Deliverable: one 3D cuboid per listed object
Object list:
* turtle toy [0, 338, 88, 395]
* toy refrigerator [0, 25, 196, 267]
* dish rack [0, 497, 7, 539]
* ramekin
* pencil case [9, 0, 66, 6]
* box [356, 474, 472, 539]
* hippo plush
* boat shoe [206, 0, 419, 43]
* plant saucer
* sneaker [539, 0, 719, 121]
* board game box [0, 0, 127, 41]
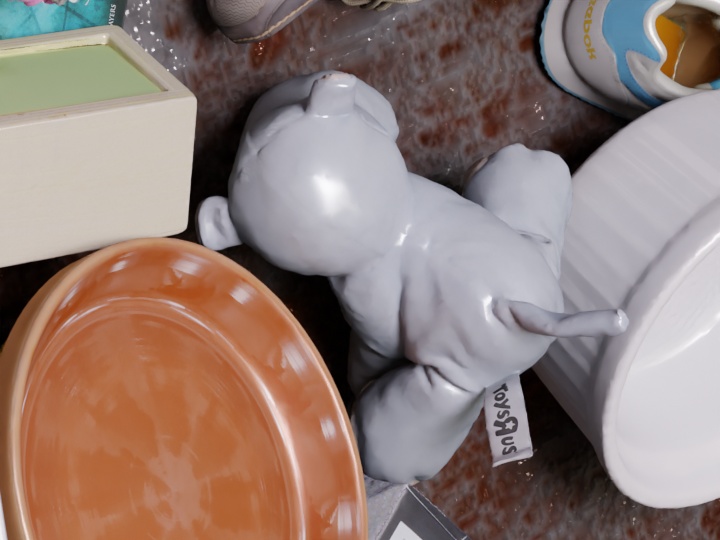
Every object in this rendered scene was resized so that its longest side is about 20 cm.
[{"bbox_3d":[-0.163,0.122,0.930,0.200,0.101,0.147,-35,103,-33],"label":"turtle toy"},{"bbox_3d":[-0.170,-0.045,0.906,0.199,0.076,0.071,-12,125,-29],"label":"toy refrigerator"},{"bbox_3d":[-0.216,0.099,0.851,0.044,0.198,0.173,-4,84,-76],"label":"dish rack"},{"bbox_3d":[0.171,0.009,1.136,0.199,0.098,0.202,-24,138,-23],"label":"ramekin"},{"bbox_3d":[-0.084,-0.176,0.867,0.086,0.199,0.083,41,45,-21],"label":"pencil case"},{"bbox_3d":[-0.024,0.204,1.041,0.132,0.114,0.201,43,68,-30],"label":"box"},{"bbox_3d":[0.000,0.000,1.025,0.160,0.200,0.160,31,110,-14],"label":"hippo plush"},{"bbox_3d":[0.015,-0.156,1.060,0.200,0.074,0.074,-41,116,-26],"label":"boat shoe"},{"bbox_3d":[-0.073,0.087,0.921,0.200,0.032,0.202,23,59,-44],"label":"plant saucer"},{"bbox_3d":[0.187,-0.100,1.191,0.199,0.080,0.077,11,86,-38],"label":"sneaker"},{"bbox_3d":[-0.150,-0.181,0.960,0.134,0.028,0.202,9,89,-38],"label":"board game box"}]
